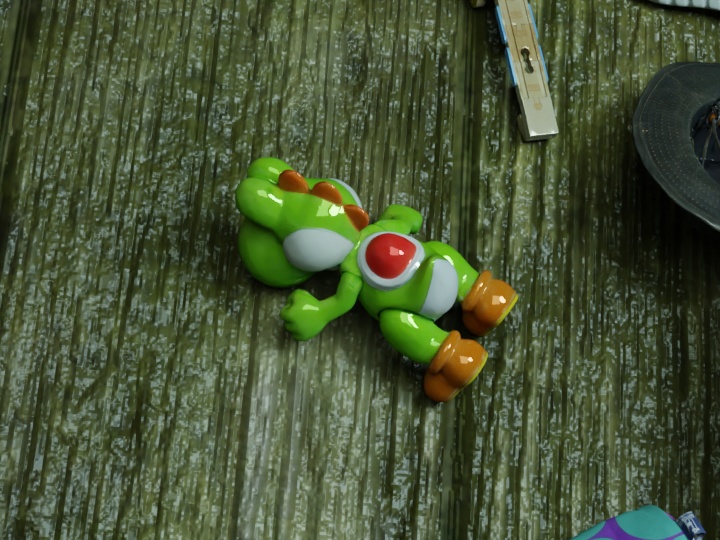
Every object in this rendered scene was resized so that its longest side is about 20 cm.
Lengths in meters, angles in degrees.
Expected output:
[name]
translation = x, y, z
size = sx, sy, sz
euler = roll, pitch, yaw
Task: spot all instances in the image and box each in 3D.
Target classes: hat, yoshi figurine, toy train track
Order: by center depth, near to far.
[yoshi figurine]
translation = -0.003, 0.001, 1.073
size = 0.199, 0.113, 0.112
euler = 35, 109, -6
[hat]
translation = 0.279, -0.062, 1.111
size = 0.198, 0.081, 0.202
euler = 4, 47, -4
[toy train track]
translation = 0.109, -0.189, 1.181
size = 0.114, 0.033, 0.202
euler = -8, 75, -16

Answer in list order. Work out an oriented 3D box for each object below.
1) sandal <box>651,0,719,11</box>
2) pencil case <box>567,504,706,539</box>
[sandal]
translation = 0.300, -0.226, 1.199
size = 0.201, 0.083, 0.050
euler = 15, 24, 2
[pencil case]
translation = 0.125, 0.221, 0.984
size = 0.199, 0.086, 0.092
euler = -25, 39, -13
